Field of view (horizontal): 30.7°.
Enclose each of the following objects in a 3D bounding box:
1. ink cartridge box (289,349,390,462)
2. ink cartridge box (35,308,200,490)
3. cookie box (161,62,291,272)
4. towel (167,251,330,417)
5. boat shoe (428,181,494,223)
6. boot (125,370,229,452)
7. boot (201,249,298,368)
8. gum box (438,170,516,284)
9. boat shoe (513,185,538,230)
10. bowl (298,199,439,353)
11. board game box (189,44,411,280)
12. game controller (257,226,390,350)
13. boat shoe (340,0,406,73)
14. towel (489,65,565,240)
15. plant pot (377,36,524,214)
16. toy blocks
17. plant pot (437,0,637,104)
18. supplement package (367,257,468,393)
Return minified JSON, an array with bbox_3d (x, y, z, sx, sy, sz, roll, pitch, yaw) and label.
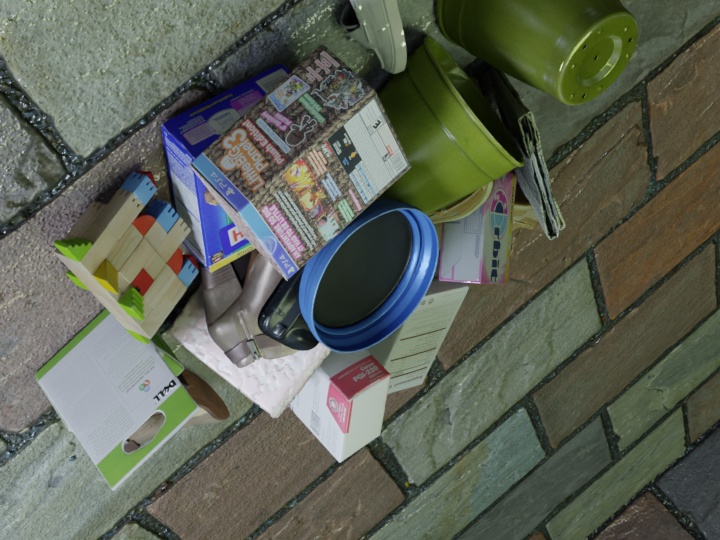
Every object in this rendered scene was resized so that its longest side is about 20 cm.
[{"bbox_3d":[-0.056,0.143,1.834,0.084,0.200,0.146,-29,147,-30],"label":"ink cartridge box"},{"bbox_3d":[-0.281,0.157,1.591,0.148,0.200,0.076,-42,149,0],"label":"ink cartridge box"},{"bbox_3d":[-0.135,-0.118,1.547,0.170,0.075,0.201,-31,147,-22],"label":"cookie box"},{"bbox_3d":[-0.122,0.060,1.692,0.201,0.190,0.032,-52,-177,14],"label":"towel"},{"bbox_3d":[0.095,-0.096,1.771,0.076,0.072,0.199,-1,163,-40],"label":"boat shoe"},{"bbox_3d":[-0.278,0.201,1.778,0.146,0.070,0.200,-37,148,4],"label":"boot"},{"bbox_3d":[-0.103,0.033,1.641,0.198,0.070,0.147,-20,106,11],"label":"boot"},{"bbox_3d":[0.167,-0.083,1.844,0.113,0.066,0.202,3,91,-63],"label":"gum box"},{"bbox_3d":[0.222,-0.089,1.993,0.199,0.074,0.070,2,122,-51],"label":"boat shoe"},{"bbox_3d":[0.009,0.005,1.588,0.200,0.039,0.202,-27,136,-29],"label":"bowl"},{"bbox_3d":[-0.063,-0.118,1.464,0.200,0.097,0.160,-42,148,-6],"label":"board game box"},{"bbox_3d":[-0.042,0.007,1.603,0.201,0.042,0.104,-55,142,5],"label":"game controller"},{"bbox_3d":[0.010,-0.295,1.513,0.068,0.073,0.200,-17,153,0],"label":"boat shoe"},{"bbox_3d":[0.223,-0.162,1.742,0.034,0.201,0.194,-17,120,3],"label":"towel"},{"bbox_3d":[0.071,-0.155,1.652,0.192,0.201,0.200,-37,151,15],"label":"plant pot"},{"bbox_3d":[-0.256,-0.023,1.511,0.137,0.099,0.200,-55,138,-20],"label":"toy blocks"},{"bbox_3d":[0.229,-0.308,1.607,0.199,0.193,0.201,-29,146,-21],"label":"plant pot"},{"bbox_3d":[0.054,0.072,1.954,0.117,0.117,0.201,-12,138,-41],"label":"supplement package"}]
